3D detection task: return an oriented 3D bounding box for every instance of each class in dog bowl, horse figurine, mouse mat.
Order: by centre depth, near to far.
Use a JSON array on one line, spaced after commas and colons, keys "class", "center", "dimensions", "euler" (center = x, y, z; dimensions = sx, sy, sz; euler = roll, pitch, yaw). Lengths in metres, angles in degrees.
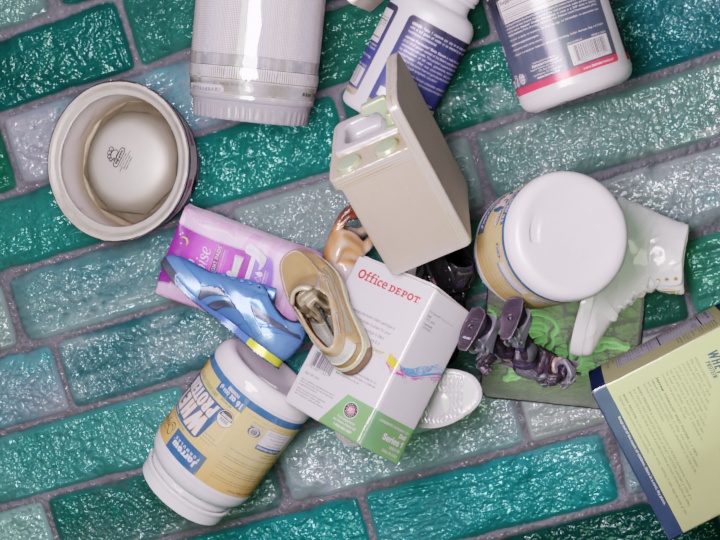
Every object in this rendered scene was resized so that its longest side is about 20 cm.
[{"class": "horse figurine", "center": [0.000, 0.000, 1.702], "dimensions": [0.131, 0.050, 0.203], "euler": [-5, 99, -19]}, {"class": "mouse mat", "center": [0.253, 0.090, 1.713], "dimensions": [0.197, 0.008, 0.163], "euler": [5, 97, 10]}, {"class": "dog bowl", "center": [-0.294, -0.137, 1.736], "dimensions": [0.197, 0.074, 0.203], "euler": [0, 91, 17]}]

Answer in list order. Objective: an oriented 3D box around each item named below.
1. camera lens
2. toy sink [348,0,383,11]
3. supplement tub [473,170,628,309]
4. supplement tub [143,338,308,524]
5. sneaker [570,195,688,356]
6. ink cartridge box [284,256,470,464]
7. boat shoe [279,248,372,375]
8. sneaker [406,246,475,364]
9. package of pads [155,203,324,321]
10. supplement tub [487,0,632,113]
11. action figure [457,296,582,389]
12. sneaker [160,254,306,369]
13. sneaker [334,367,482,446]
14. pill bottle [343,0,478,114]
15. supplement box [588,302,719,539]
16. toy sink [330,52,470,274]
[{"class": "camera lens", "center": [-0.125, -0.283, 1.657], "dimensions": [0.158, 0.160, 0.203], "euler": [7, 98, 9]}, {"class": "toy sink", "center": [0.038, -0.422, 1.629], "dimensions": [0.200, 0.130, 0.112], "euler": [-41, 88, 13]}, {"class": "supplement tub", "center": [0.214, -0.031, 1.591], "dimensions": [0.143, 0.200, 0.147], "euler": [1, 84, -10]}, {"class": "supplement tub", "center": [-0.169, 0.204, 1.721], "dimensions": [0.144, 0.145, 0.201], "euler": [38, 101, 4]}, {"class": "sneaker", "center": [0.332, 0.024, 1.652], "dimensions": [0.114, 0.074, 0.202], "euler": [20, 95, 11]}, {"class": "ink cartridge box", "center": [0.021, 0.103, 1.615], "dimensions": [0.144, 0.084, 0.202], "euler": [23, 83, 46]}, {"class": "boat shoe", "center": [-0.053, 0.034, 1.601], "dimensions": [0.072, 0.076, 0.200], "euler": [-47, 46, 9]}, {"class": "sneaker", "center": [0.102, 0.020, 1.677], "dimensions": [0.075, 0.087, 0.203], "euler": [-10, 97, -30]}, {"class": "package of pads", "center": [-0.150, 0.004, 1.738], "dimensions": [0.198, 0.076, 0.122], "euler": [20, 96, 7]}, {"class": "supplement tub", "center": [0.227, -0.299, 1.604], "dimensions": [0.139, 0.140, 0.202], "euler": [-18, 93, 11]}, {"class": "action figure", "center": [0.189, 0.101, 1.638], "dimensions": [0.129, 0.200, 0.070], "euler": [-1, 65, 30]}, {"class": "sneaker", "center": [-0.152, 0.032, 1.675], "dimensions": [0.199, 0.066, 0.079], "euler": [38, 92, 2]}, {"class": "sneaker", "center": [0.075, 0.162, 1.691], "dimensions": [0.199, 0.118, 0.075], "euler": [-19, 84, 26]}, {"class": "pill bottle", "center": [0.069, -0.270, 1.649], "dimensions": [0.110, 0.111, 0.202], "euler": [29, 101, 5]}, {"class": "supplement box", "center": [0.406, 0.173, 1.628], "dimensions": [0.198, 0.134, 0.202], "euler": [-29, 92, 10]}, {"class": "toy sink", "center": [0.035, -0.121, 1.562], "dimensions": [0.111, 0.131, 0.201], "euler": [-22, 122, 15]}]
